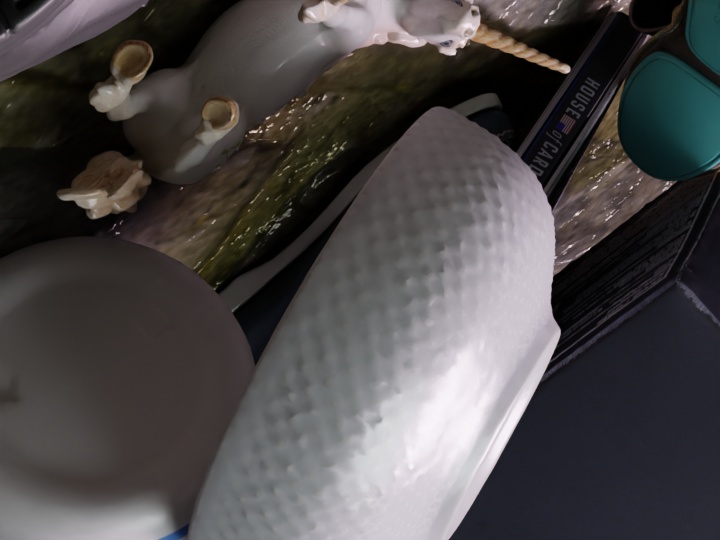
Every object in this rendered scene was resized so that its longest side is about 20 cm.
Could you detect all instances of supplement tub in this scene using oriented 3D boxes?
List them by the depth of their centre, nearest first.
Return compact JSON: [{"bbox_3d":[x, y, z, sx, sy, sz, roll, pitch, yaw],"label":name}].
[{"bbox_3d":[-0.113,0.086,1.055,0.132,0.132,0.200,-32,161,-22],"label":"supplement tub"}]

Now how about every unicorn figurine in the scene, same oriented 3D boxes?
[{"bbox_3d":[-0.025,-0.083,0.954,0.200,0.074,0.137,-24,170,-2],"label":"unicorn figurine"}]

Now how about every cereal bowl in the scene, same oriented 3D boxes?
[{"bbox_3d":[0.018,0.043,0.973,0.200,0.083,0.200,-60,173,-12],"label":"cereal bowl"}]

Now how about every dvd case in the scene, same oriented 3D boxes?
[{"bbox_3d":[0.067,-0.015,1.214,0.200,0.025,0.150,-54,173,-42],"label":"dvd case"}]

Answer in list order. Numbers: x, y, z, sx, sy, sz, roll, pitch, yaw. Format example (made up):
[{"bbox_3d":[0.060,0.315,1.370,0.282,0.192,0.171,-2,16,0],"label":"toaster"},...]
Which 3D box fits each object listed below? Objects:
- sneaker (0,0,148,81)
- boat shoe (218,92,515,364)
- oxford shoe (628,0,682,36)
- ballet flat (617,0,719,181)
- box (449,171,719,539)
[{"bbox_3d":[-0.066,-0.122,0.790,0.200,0.076,0.091,-30,170,-8],"label":"sneaker"},{"bbox_3d":[0.000,0.000,1.182,0.200,0.062,0.075,-40,161,1],"label":"boat shoe"},{"bbox_3d":[0.195,-0.171,1.159,0.073,0.071,0.200,-15,150,-44],"label":"oxford shoe"},{"bbox_3d":[0.168,-0.104,1.149,0.071,0.071,0.200,-33,164,-19],"label":"ballet flat"},{"bbox_3d":[0.131,0.065,1.212,0.200,0.123,0.198,-39,-175,28],"label":"box"}]
